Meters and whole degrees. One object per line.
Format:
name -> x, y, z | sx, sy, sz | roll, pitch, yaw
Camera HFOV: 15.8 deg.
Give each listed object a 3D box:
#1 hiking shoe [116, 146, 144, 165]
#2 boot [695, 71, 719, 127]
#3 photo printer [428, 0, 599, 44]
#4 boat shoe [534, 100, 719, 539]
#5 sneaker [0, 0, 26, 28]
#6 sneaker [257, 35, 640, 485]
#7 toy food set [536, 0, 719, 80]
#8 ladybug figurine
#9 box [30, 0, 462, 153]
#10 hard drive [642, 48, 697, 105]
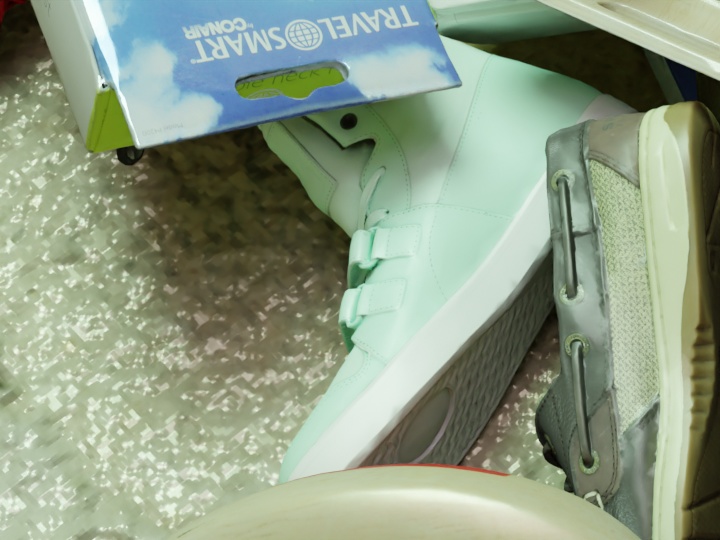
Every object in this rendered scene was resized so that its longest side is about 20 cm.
hiking shoe -> -0.023, -0.106, 0.973 | 0.200, 0.076, 0.101 | -22, 95, -26
boot -> 0.214, -0.018, 0.843 | 0.154, 0.072, 0.200 | -18, 56, -7
photo printer -> 0.099, -0.189, 0.925 | 0.166, 0.069, 0.200 | -6, 81, 26
boat shoe -> 0.090, 0.047, 0.848 | 0.065, 0.073, 0.200 | -3, 79, 27
sneaker -> -0.145, -0.092, 0.980 | 0.200, 0.078, 0.116 | -22, 74, -6
sneaker -> 0.000, 0.000, 0.897 | 0.118, 0.074, 0.201 | 26, 60, 19
toy food set -> 0.134, -0.161, 0.833 | 0.143, 0.060, 0.200 | 26, 94, 23
ladybug figurine -> 0.007, 0.118, 0.799 | 0.200, 0.136, 0.072 | -9, 20, 16
box -> -0.058, -0.124, 0.884 | 0.122, 0.048, 0.200 | -13, 65, -21
hard drive -> 0.204, -0.104, 0.958 | 0.200, 0.025, 0.132 | -14, 47, -4
